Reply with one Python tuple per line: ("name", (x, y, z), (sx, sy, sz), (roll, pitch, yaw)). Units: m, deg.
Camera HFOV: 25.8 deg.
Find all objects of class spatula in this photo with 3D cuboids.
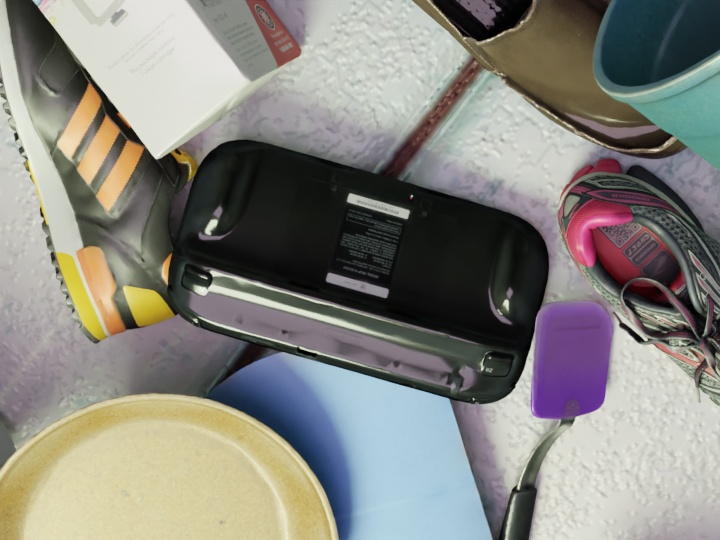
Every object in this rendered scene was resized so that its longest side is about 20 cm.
("spatula", (0.099, 0.110, 0.870), (0.056, 0.021, 0.202), (-3, 118, -34))

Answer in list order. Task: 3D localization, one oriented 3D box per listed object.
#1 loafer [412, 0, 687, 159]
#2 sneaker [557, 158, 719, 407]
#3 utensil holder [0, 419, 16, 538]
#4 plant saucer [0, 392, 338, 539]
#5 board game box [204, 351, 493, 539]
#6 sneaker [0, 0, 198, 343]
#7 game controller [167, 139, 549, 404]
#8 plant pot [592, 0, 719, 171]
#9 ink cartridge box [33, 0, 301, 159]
("loafer", (0.086, -0.118, 0.790), (0.199, 0.071, 0.073), (32, 108, 1))
("sneaker", (0.179, 0.027, 0.810), (0.199, 0.075, 0.081), (36, 108, -1))
("utensil holder", (-0.314, 0.146, 0.886), (0.200, 0.170, 0.170), (-42, 94, 16))
("plant saucer", (-0.111, 0.155, 0.853), (0.198, 0.035, 0.202), (-2, 107, -7))
("board game box", (-0.010, 0.132, 0.894), (0.157, 0.039, 0.202), (-16, 103, 8))
("sneaker", (-0.137, -0.066, 0.856), (0.089, 0.070, 0.202), (-16, 100, -5))
("game controller", (0.000, 0.000, 0.838), (0.198, 0.042, 0.105), (16, 77, -3))
("plant pot", (0.240, -0.099, 0.712), (0.188, 0.200, 0.200), (39, 109, -17))
("ink cartridge box", (-0.125, -0.164, 0.793), (0.067, 0.117, 0.201), (-35, 95, 18))
